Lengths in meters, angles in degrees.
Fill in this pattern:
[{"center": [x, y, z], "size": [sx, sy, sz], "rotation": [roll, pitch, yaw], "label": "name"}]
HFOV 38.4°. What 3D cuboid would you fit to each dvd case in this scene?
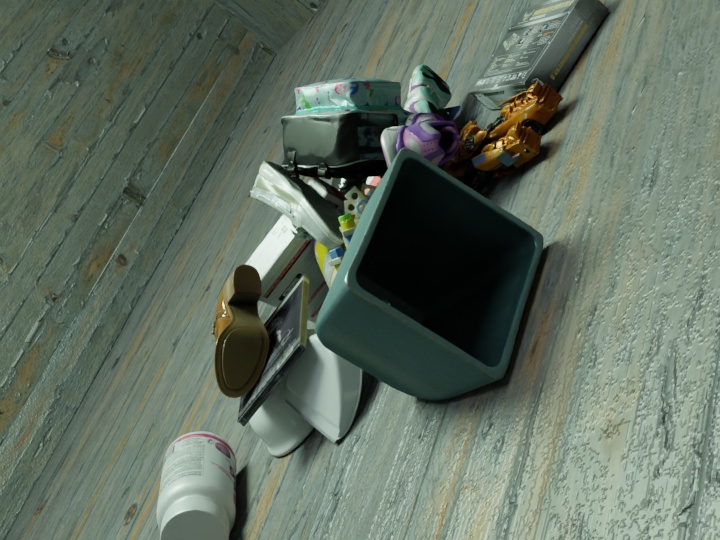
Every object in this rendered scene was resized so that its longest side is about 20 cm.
[{"center": [-0.119, 0.107, 1.443], "size": [0.149, 0.016, 0.201], "rotation": [-52, 18, 21], "label": "dvd case"}]

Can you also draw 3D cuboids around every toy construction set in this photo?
[{"center": [0.026, -0.060, 1.378], "size": [0.129, 0.093, 0.200], "rotation": [-22, 17, 11], "label": "toy construction set"}]

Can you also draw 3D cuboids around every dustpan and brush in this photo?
[{"center": [-0.032, 0.103, 1.356], "size": [0.139, 0.056, 0.204], "rotation": [30, 116, 49], "label": "dustpan and brush"}]

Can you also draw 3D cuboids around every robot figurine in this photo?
[{"center": [0.183, -0.175, 1.390], "size": [0.199, 0.058, 0.146], "rotation": [-24, 34, 58], "label": "robot figurine"}]

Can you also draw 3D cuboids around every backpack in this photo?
[{"center": [-0.002, -0.202, 1.508], "size": [0.176, 0.198, 0.154], "rotation": [5, 93, 49], "label": "backpack"}]

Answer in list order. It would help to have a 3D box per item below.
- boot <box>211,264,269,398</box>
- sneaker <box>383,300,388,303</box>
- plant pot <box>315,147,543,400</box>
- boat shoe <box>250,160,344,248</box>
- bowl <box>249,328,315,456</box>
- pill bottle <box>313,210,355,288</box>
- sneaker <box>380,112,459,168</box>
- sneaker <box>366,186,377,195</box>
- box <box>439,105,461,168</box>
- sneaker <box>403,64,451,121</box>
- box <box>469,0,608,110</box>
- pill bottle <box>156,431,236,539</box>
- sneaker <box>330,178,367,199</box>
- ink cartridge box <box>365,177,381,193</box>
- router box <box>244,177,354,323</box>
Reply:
[{"center": [-0.180, 0.109, 1.481], "size": [0.155, 0.072, 0.203], "rotation": [123, 156, -57], "label": "boot"}, {"center": [0.084, 0.011, 1.321], "size": [0.198, 0.083, 0.070], "rotation": [-33, 6, -2], "label": "sneaker"}, {"center": [0.054, 0.029, 1.158], "size": [0.200, 0.194, 0.198], "rotation": [-44, 18, 54], "label": "plant pot"}, {"center": [-0.089, -0.084, 1.474], "size": [0.202, 0.074, 0.065], "rotation": [42, 107, 36], "label": "boat shoe"}, {"center": [-0.108, 0.160, 1.503], "size": [0.202, 0.090, 0.202], "rotation": [-49, 18, 22], "label": "bowl"}, {"center": [0.000, 0.000, 1.461], "size": [0.105, 0.104, 0.201], "rotation": [-50, 28, 13], "label": "pill bottle"}, {"center": [0.098, -0.175, 1.403], "size": [0.087, 0.082, 0.200], "rotation": [-14, 11, 22], "label": "sneaker"}, {"center": [0.062, -0.114, 1.503], "size": [0.079, 0.090, 0.199], "rotation": [-50, 25, -18], "label": "sneaker"}, {"center": [0.098, -0.171, 1.655], "size": [0.202, 0.032, 0.121], "rotation": [-59, 18, -7], "label": "box"}, {"center": [0.077, -0.238, 1.652], "size": [0.140, 0.077, 0.201], "rotation": [-44, 21, 28], "label": "sneaker"}, {"center": [0.250, -0.311, 1.482], "size": [0.160, 0.048, 0.200], "rotation": [-56, 17, -5], "label": "box"}, {"center": [-0.235, 0.329, 1.488], "size": [0.114, 0.113, 0.201], "rotation": [-50, 18, 13], "label": "pill bottle"}, {"center": [-0.010, -0.143, 1.654], "size": [0.100, 0.069, 0.202], "rotation": [-104, 26, -51], "label": "sneaker"}, {"center": [-0.026, -0.106, 1.793], "size": [0.162, 0.050, 0.200], "rotation": [-55, 6, 1], "label": "ink cartridge box"}, {"center": [-0.068, -0.026, 1.595], "size": [0.201, 0.179, 0.049], "rotation": [-51, 52, 10], "label": "router box"}]
